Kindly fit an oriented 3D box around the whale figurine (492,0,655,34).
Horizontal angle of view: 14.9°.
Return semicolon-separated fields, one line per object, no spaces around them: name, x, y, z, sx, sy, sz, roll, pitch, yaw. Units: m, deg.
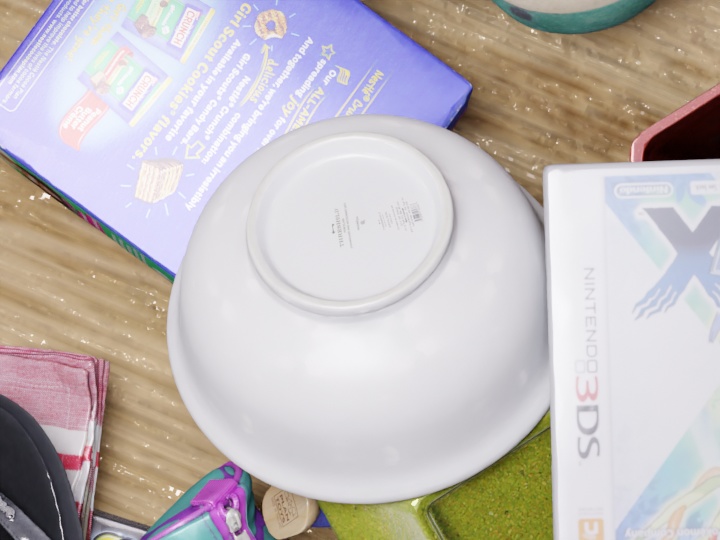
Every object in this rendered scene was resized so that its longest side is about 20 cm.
whale figurine;0.080;-0.195;1.413;0.199;0.104;0.160;27;74;25

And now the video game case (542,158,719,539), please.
video game case;0.185;0.040;1.252;0.198;0.022;0.184;-2;89;3

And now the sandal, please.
sandal;-0.169;0.144;1.343;0.076;0.043;0.201;-35;72;27

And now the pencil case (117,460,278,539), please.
pencil case;-0.040;0.198;1.356;0.085;0.092;0.201;-33;88;-34

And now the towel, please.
towel;-0.206;0.137;1.408;0.143;0.023;0.201;3;83;20

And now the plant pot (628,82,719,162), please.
plant pot;0.260;-0.024;1.348;0.199;0.176;0.200;-32;87;2

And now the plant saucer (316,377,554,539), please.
plant saucer;0.107;0.130;1.313;0.199;0.048;0.201;-32;102;-10

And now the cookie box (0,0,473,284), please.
cookie box;-0.070;-0.079;1.411;0.200;0.075;0.172;37;87;3

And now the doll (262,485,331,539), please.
doll;0.041;0.091;1.377;0.199;0.048;0.137;-8;65;-33

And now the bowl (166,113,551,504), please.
bowl;0.000;0.000;1.281;0.200;0.091;0.202;-4;59;7

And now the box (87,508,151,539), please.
box;-0.087;0.196;1.420;0.199;0.035;0.111;16;88;2
